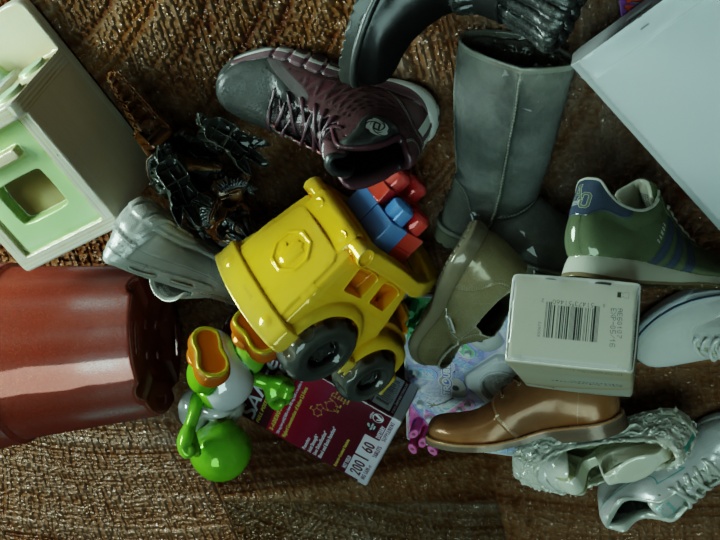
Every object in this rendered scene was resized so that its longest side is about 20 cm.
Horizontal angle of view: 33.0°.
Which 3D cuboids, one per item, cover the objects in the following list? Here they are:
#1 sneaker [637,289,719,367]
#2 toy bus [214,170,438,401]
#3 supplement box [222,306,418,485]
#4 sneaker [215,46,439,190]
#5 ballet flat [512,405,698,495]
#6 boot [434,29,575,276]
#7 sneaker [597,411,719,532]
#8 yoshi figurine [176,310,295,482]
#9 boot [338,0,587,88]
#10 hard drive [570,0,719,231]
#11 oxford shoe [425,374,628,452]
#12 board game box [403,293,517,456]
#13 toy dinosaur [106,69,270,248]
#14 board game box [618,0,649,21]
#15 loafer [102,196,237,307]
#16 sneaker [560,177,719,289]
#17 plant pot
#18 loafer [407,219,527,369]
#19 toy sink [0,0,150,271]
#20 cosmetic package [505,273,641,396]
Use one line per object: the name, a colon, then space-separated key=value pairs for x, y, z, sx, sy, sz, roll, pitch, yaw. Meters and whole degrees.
sneaker: x=0.331 y=0.052 z=1.074 sx=0.199 sy=0.071 sz=0.073 roll=-20 pitch=119 yaw=30
toy bus: x=0.000 y=0.000 z=1.092 sx=0.192 sy=0.136 sz=0.200 roll=-44 pitch=144 yaw=10
supplement box: x=-0.054 y=0.120 z=1.230 sx=0.199 sy=0.061 sz=0.109 roll=29 pitch=130 yaw=4
sneaker: x=-0.038 y=-0.124 z=1.017 sx=0.198 sy=0.116 sz=0.076 roll=9 pitch=129 yaw=9
ballet flat: x=0.228 y=0.182 z=1.176 sx=0.199 sy=0.072 sz=0.072 roll=-23 pitch=118 yaw=30
boot: x=0.152 y=-0.093 z=1.027 sx=0.180 sy=0.073 sz=0.201 roll=14 pitch=122 yaw=3
sneaker: x=0.319 y=0.204 z=1.190 sx=0.200 sy=0.080 sz=0.070 roll=-32 pitch=111 yaw=32
yoshi figurine: x=-0.127 y=0.133 z=1.163 sx=0.112 sy=0.113 sz=0.201 roll=20 pitch=142 yaw=-2
boot: x=0.083 y=-0.201 z=0.929 sx=0.157 sy=0.080 sz=0.212 roll=29 pitch=125 yaw=2
hard drive: x=0.278 y=-0.131 z=0.946 sx=0.200 sy=0.026 sz=0.132 roll=43 pitch=126 yaw=-18
oxford shoe: x=0.152 y=0.130 z=1.167 sx=0.198 sy=0.071 sz=0.072 roll=-13 pitch=100 yaw=20
board game box: x=0.139 y=0.117 z=1.210 sx=0.198 sy=0.026 sz=0.201 roll=6 pitch=128 yaw=12
toy dinosaur: x=-0.158 y=-0.088 z=1.090 sx=0.199 sy=0.103 sz=0.136 roll=29 pitch=172 yaw=-22
board game box: x=0.261 y=-0.198 z=0.933 sx=0.119 sy=0.032 sz=0.201 roll=-2 pitch=126 yaw=23
loafer: x=-0.166 y=-0.004 z=1.129 sx=0.070 sy=0.070 sz=0.200 roll=-49 pitch=145 yaw=3
sneaker: x=0.244 y=-0.031 z=1.012 sx=0.199 sy=0.091 sz=0.067 roll=4 pitch=176 yaw=-39
plant pot: x=-0.292 y=0.078 z=1.210 sx=0.193 sy=0.201 sz=0.202 roll=-5 pitch=126 yaw=10
loafer: x=0.094 y=0.037 z=1.069 sx=0.067 sy=0.076 sz=0.200 roll=31 pitch=152 yaw=10
toy sink: x=-0.305 y=-0.119 z=1.102 sx=0.130 sy=0.112 sz=0.201 roll=-21 pitch=118 yaw=28
cosmetic package: x=0.183 y=0.058 z=1.026 sx=0.103 sy=0.074 sz=0.200 roll=5 pitch=169 yaw=14
